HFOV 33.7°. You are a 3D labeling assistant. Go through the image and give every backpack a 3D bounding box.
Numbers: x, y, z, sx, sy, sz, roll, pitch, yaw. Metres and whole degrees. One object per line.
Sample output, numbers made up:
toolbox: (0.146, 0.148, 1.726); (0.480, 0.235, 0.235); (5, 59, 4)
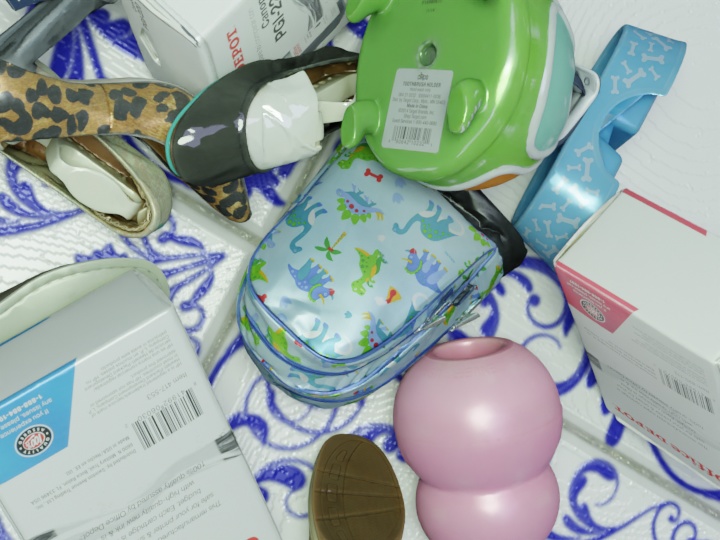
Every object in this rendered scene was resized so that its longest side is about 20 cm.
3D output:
backpack: (0.000, 0.000, 0.830); (0.200, 0.154, 0.163); (-44, 85, 1)

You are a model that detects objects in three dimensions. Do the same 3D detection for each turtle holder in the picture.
turtle holder: (0.070, -0.142, 0.765); (0.131, 0.140, 0.188); (12, 60, -44)

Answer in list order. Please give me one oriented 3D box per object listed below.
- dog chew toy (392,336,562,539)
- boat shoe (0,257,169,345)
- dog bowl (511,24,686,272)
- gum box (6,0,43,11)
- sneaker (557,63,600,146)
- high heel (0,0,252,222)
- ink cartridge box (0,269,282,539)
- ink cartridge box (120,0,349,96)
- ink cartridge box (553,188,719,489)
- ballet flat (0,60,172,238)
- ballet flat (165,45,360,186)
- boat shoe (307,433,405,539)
dog chew toy: (0.090, 0.154, 0.864); (0.123, 0.124, 0.204); (-10, 100, -17)
boat shoe: (-0.225, 0.042, 0.792); (0.199, 0.060, 0.073); (-25, 107, -18)
dog bowl: (0.177, -0.098, 0.901); (0.049, 0.112, 0.202); (30, 80, 0)
gum box: (-0.130, -0.261, 0.739); (0.197, 0.172, 0.045); (-16, 139, 16)
sneaker: (0.119, -0.177, 0.870); (0.069, 0.108, 0.204); (9, 82, -37)
high heel: (-0.166, -0.073, 0.762); (0.143, 0.071, 0.201); (-47, 115, -20)
ink cartridge box: (-0.156, 0.127, 0.769); (0.145, 0.086, 0.202); (-30, 120, -16)
ink cartridge box: (-0.058, -0.206, 0.798); (0.085, 0.146, 0.200); (41, 77, 14)
ink cartridge box: (0.234, 0.058, 0.850); (0.083, 0.146, 0.201); (-44, 138, -13)
ballet flat: (-0.209, -0.092, 0.792); (0.199, 0.063, 0.068); (34, 107, -14)
ballet flat: (-0.043, -0.108, 0.775); (0.200, 0.067, 0.069); (-39, 130, -49)
boat shoe: (-0.008, 0.208, 0.825); (0.070, 0.065, 0.202); (11, 46, -15)
